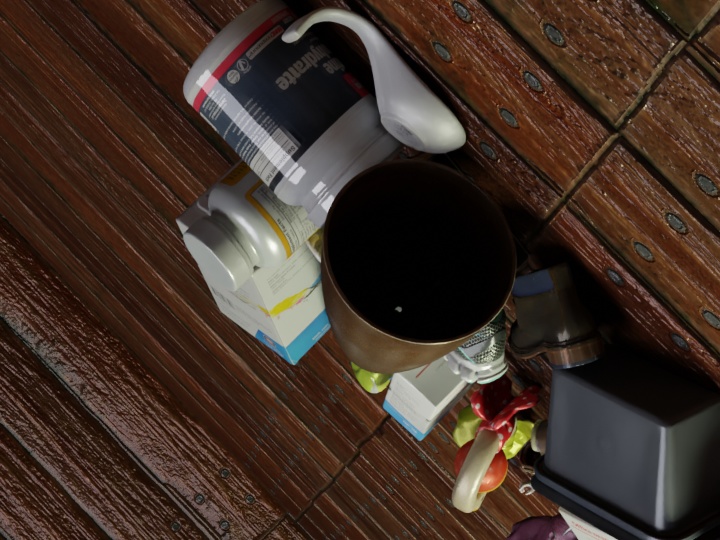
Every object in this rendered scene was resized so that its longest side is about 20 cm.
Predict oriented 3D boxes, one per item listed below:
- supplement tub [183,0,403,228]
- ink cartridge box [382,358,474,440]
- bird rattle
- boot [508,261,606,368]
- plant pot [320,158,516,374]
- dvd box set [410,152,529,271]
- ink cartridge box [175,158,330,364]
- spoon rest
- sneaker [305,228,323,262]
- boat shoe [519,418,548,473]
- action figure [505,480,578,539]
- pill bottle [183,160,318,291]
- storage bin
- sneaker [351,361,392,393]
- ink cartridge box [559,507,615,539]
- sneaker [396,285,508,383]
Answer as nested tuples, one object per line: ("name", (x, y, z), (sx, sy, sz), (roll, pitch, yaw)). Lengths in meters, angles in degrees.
("supplement tub", (-0.066, -0.156, 1.563), (0.200, 0.140, 0.140), (46, 163, 1))
("ink cartridge box", (0.094, 0.115, 1.826), (0.067, 0.116, 0.200), (43, 163, 10))
("bird rattle", (0.158, 0.208, 1.835), (0.112, 0.165, 0.200), (25, 170, 5))
("boot", (0.185, 0.035, 1.559), (0.200, 0.074, 0.098), (-169, 62, -77))
("plant pot", (0.037, 0.021, 1.539), (0.187, 0.187, 0.200), (43, 155, 9))
("dvd box set", (0.081, -0.051, 1.633), (0.147, 0.029, 0.200), (50, 162, -10))
("ink cartridge box", (-0.109, -0.019, 1.961), (0.147, 0.145, 0.201), (34, 159, 32))
("spoon rest", (0.022, -0.180, 1.470), (0.199, 0.061, 0.099), (38, 167, -18))
("sneaker", (0.000, 0.000, 1.780), (0.200, 0.075, 0.082), (47, 163, 7))
("boat shoe", (0.221, 0.194, 1.723), (0.074, 0.076, 0.203), (19, 156, -3))
("action figure", (0.259, 0.336, 1.952), (0.147, 0.135, 0.200), (15, 145, -26))
("pill bottle", (-0.094, -0.075, 1.708), (0.113, 0.200, 0.113), (40, 162, 16))
("storage bin", (0.272, 0.162, 1.513), (0.199, 0.144, 0.136), (27, 128, 47))
("sneaker", (0.041, 0.075, 1.895), (0.076, 0.104, 0.200), (53, 164, 15))
("ink cartridge box", (0.307, 0.307, 1.804), (0.201, 0.067, 0.115), (55, 162, -25))
("sneaker", (0.085, 0.027, 1.659), (0.199, 0.077, 0.092), (37, 140, 27))
